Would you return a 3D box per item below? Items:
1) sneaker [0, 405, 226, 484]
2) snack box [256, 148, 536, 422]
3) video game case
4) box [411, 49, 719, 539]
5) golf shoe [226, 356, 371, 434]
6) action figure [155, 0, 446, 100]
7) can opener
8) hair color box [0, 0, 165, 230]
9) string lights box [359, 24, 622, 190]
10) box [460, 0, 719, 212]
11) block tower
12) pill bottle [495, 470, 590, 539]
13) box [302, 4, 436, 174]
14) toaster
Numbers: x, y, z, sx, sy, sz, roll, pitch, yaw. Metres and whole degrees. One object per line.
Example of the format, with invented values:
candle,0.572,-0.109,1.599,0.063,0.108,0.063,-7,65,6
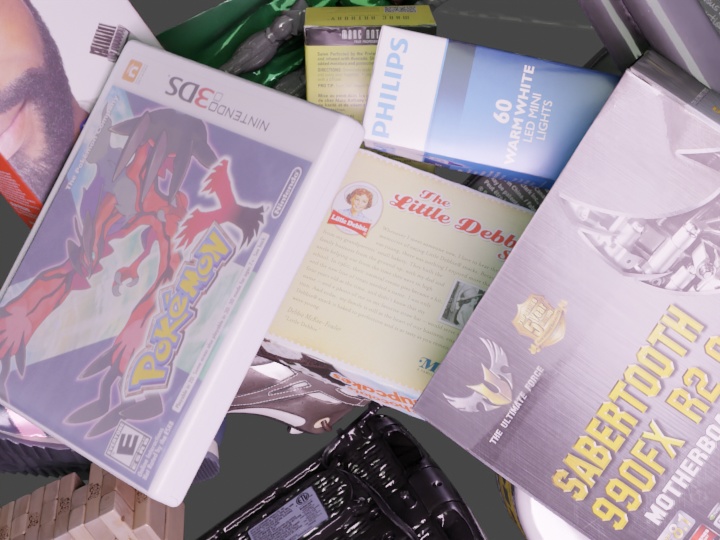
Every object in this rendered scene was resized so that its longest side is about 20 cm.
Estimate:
sneaker,-0.173,0.071,1.164,0.198,0.070,0.083,6,65,2
snack box,0.000,0.000,1.044,0.199,0.037,0.117,21,71,12
video game case,-0.104,-0.006,1.013,0.023,0.182,0.201,29,85,-44
box,0.139,0.027,0.923,0.158,0.048,0.201,35,116,7
golf shoe,-0.007,0.039,1.107,0.198,0.078,0.095,-2,130,3
action figure,-0.005,-0.151,1.161,0.200,0.055,0.118,-40,98,1
can opener,0.179,-0.067,0.947,0.067,0.053,0.201,-32,91,-32
hair color box,-0.166,-0.101,1.100,0.111,0.064,0.200,-46,120,-17
string lights box,0.102,-0.069,1.015,0.198,0.103,0.059,12,92,0
box,0.154,-0.070,1.128,0.200,0.122,0.106,-43,90,-1
block tower,-0.195,0.168,1.131,0.199,0.058,0.054,-27,120,14
pill bottle,0.130,0.104,1.090,0.113,0.200,0.115,0,90,-1
box,0.006,-0.043,1.134,0.075,0.050,0.202,-2,108,0
toaster,0.001,0.187,1.089,0.199,0.181,0.119,-36,125,-1
